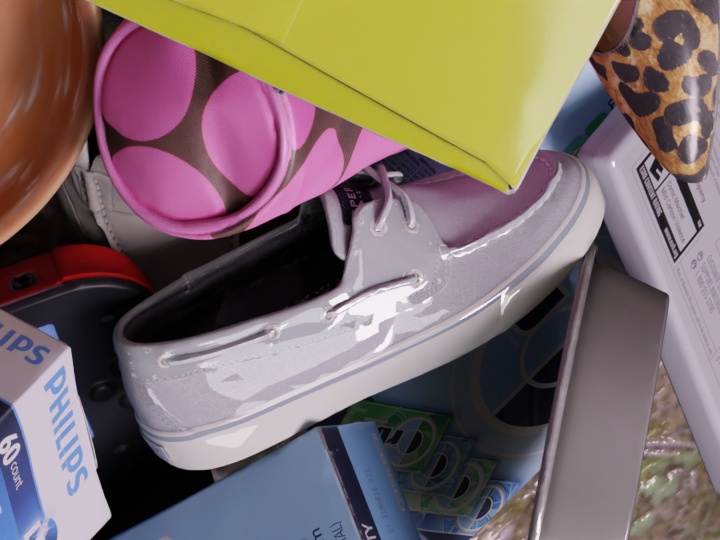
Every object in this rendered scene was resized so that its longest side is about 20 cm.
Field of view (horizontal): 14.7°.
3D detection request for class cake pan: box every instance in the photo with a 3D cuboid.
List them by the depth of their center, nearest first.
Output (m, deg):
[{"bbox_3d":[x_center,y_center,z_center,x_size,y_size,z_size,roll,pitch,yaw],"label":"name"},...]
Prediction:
[{"bbox_3d":[0.088,0.091,1.093,0.036,0.201,0.201,10,125,5],"label":"cake pan"}]

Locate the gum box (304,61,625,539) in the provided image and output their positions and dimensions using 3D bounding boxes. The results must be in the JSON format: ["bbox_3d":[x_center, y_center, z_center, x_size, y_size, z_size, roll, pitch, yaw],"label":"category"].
[{"bbox_3d":[0.057,0.004,1.174,0.200,0.045,0.170,-44,135,0],"label":"gum box"}]

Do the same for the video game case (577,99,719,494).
[{"bbox_3d":[0.177,-0.034,1.187,0.182,0.022,0.201,-49,132,-27],"label":"video game case"}]

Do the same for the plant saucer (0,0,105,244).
[{"bbox_3d":[-0.187,-0.078,0.952,0.199,0.038,0.201,-6,126,-8],"label":"plant saucer"}]

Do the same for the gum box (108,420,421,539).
[{"bbox_3d":[-0.049,0.176,1.086,0.199,0.171,0.044,-30,165,30],"label":"gum box"}]

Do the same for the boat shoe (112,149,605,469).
[{"bbox_3d":[-0.001,0.000,1.050,0.200,0.070,0.072,-29,127,-8],"label":"boat shoe"}]

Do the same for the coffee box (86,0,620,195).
[{"bbox_3d":[0.000,-0.178,0.859,0.199,0.198,0.200,24,111,-10],"label":"coffee box"}]

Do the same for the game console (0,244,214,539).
[{"bbox_3d":[-0.162,0.079,1.097,0.199,0.031,0.177,-19,136,-6],"label":"game console"}]

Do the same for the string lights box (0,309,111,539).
[{"bbox_3d":[-0.176,0.113,0.984,0.200,0.059,0.103,-48,149,-31],"label":"string lights box"}]

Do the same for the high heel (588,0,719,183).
[{"bbox_3d":[0.050,-0.117,1.015,0.142,0.201,0.071,-13,172,-30],"label":"high heel"}]

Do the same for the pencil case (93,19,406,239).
[{"bbox_3d":[-0.012,-0.080,1.007,0.200,0.090,0.094,-30,103,-59],"label":"pencil case"}]

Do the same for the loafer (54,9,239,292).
[{"bbox_3d":[-0.083,-0.051,1.044,0.070,0.070,0.201,-29,134,-10],"label":"loafer"}]
